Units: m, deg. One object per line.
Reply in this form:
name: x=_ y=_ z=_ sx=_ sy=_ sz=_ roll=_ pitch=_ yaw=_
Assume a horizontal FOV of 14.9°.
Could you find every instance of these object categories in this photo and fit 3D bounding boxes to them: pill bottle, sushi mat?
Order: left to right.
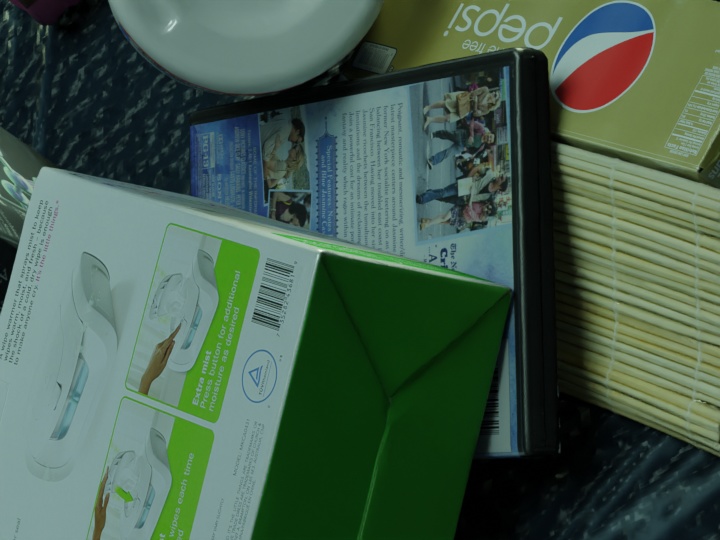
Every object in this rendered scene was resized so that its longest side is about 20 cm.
pill bottle: x=-0.049 y=-0.126 z=1.096 sx=0.112 sy=0.112 sz=0.200 roll=-54 pitch=7 yaw=1
sushi mat: x=0.065 y=-0.002 z=0.984 sx=0.200 sy=0.012 sz=0.096 roll=20 pitch=118 yaw=50

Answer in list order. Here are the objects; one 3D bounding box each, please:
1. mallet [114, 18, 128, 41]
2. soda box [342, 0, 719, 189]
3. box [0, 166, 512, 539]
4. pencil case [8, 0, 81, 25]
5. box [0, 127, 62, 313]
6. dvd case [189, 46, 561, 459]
mallet: x=-0.098 y=-0.196 z=1.238 sx=0.066 sy=0.041 sz=0.200 roll=-21 pitch=81 yaw=36
soda box: x=0.087 y=-0.066 z=1.007 sx=0.200 sy=0.068 sz=0.064 roll=21 pitch=79 yaw=50
box: x=-0.058 y=0.079 z=0.985 sx=0.176 sy=0.097 sz=0.200 roll=15 pitch=93 yaw=50
pencil case: x=-0.117 y=-0.216 z=1.300 sx=0.200 sy=0.091 sz=0.094 roll=-44 pitch=41 yaw=9
box: x=-0.190 y=-0.006 z=1.134 sx=0.107 sy=0.200 sz=0.148 roll=-46 pitch=41 yaw=9
dvd case: x=0.000 y=0.000 z=1.025 sx=0.200 sy=0.018 sz=0.143 roll=-6 pitch=83 yaw=51
